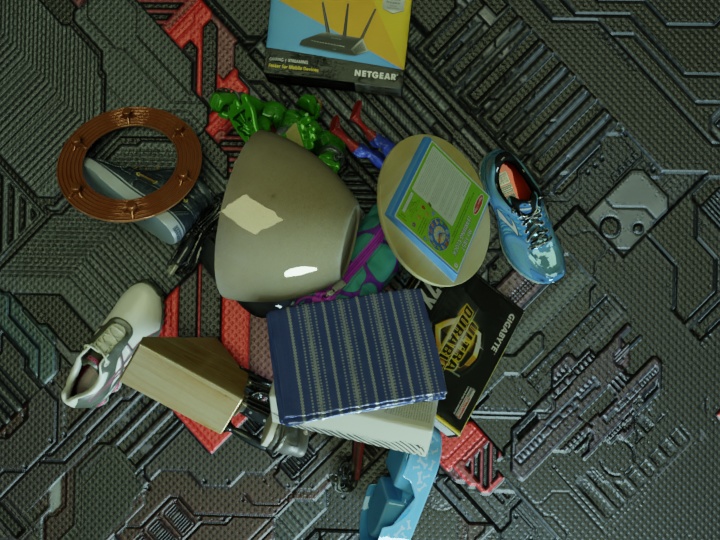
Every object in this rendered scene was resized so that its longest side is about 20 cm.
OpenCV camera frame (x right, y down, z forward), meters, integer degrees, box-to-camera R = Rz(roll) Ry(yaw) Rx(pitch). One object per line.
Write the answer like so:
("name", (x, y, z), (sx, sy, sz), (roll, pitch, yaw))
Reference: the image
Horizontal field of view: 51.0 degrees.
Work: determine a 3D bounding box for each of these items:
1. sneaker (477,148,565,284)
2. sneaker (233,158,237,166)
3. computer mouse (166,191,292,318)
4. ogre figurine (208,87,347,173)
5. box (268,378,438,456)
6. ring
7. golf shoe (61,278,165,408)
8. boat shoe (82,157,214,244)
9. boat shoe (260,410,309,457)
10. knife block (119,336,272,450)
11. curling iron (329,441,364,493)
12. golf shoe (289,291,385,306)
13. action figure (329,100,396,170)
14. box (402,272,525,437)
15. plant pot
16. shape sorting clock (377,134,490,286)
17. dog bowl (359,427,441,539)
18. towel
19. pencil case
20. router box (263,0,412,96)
("sneaker", (0.219, -0.072, 1.028), (0.077, 0.090, 0.203), (-28, 89, 1))
("sneaker", (-0.090, -0.098, 1.053), (0.198, 0.078, 0.078), (36, 77, -2))
("computer mouse", (-0.173, -0.012, 1.028), (0.199, 0.053, 0.140), (36, 88, 22))
("ogre figurine", (-0.098, -0.187, 1.016), (0.195, 0.120, 0.101), (10, 105, 19))
("box", (-0.006, 0.154, 0.907), (0.195, 0.069, 0.083), (12, 51, 7))
("ring", (-0.315, -0.152, 1.029), (0.195, 0.019, 0.204), (2, 58, -3))
("golf shoe", (-0.340, 0.106, 1.048), (0.076, 0.088, 0.203), (30, 89, 3))
("boat shoe", (-0.301, -0.117, 1.063), (0.198, 0.072, 0.091), (32, 58, 18))
("boat shoe", (-0.083, 0.163, 1.005), (0.056, 0.202, 0.067), (27, 128, -11))
("knife block", (-0.193, 0.168, 0.999), (0.175, 0.198, 0.065), (44, 109, 29))
("curling iron", (-0.003, 0.218, 1.048), (0.025, 0.049, 0.205), (19, 99, 34))
("golf shoe", (-0.009, 0.055, 1.055), (0.196, 0.078, 0.099), (22, 73, -4))
("action figure", (0.050, -0.164, 1.034), (0.064, 0.100, 0.200), (-21, 129, 37))
("box", (0.110, 0.091, 1.009), (0.158, 0.049, 0.202), (36, 67, -3))
("plant pot", (-0.074, -0.051, 0.895), (0.131, 0.200, 0.205), (13, 90, 7))
("shape sorting clock", (0.099, -0.079, 0.996), (0.196, 0.039, 0.205), (10, 71, -32))
("dog bowl", (0.054, 0.290, 1.019), (0.049, 0.112, 0.204), (18, 100, -12))
("towel", (-0.007, 0.099, 0.884), (0.195, 0.024, 0.148), (-8, 61, -10))
("pencil case", (0.000, 0.000, 0.995), (0.084, 0.093, 0.201), (31, 59, 10))
("router box", (-0.030, -0.333, 1.056), (0.195, 0.051, 0.153), (6, 88, 2))
